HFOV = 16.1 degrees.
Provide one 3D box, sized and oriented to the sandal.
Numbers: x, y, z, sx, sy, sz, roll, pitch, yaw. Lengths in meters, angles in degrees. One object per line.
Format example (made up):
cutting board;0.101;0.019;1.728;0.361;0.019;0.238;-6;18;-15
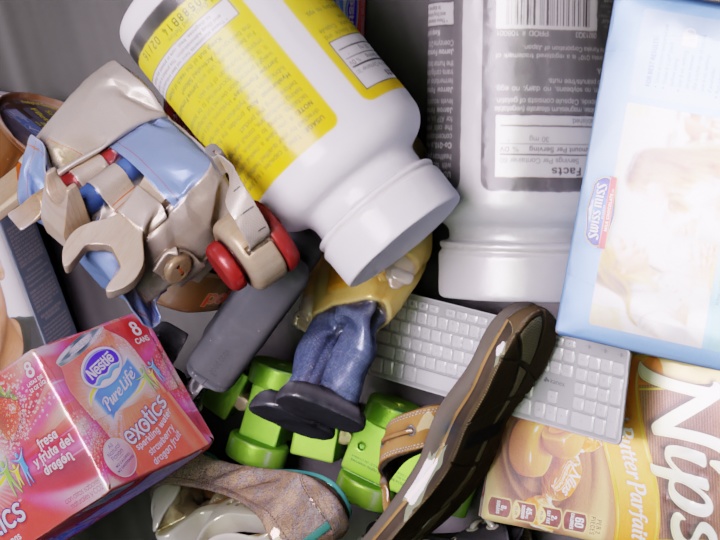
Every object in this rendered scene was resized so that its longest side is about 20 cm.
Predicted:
sandal;0.044;0.094;1.482;0.055;0.082;0.200;38;117;23

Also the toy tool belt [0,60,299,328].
toy tool belt;-0.134;-0.022;1.457;0.123;0.125;0.200;-38;46;-11

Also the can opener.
can opener;-0.095;0.037;1.532;0.067;0.053;0.200;32;131;-5

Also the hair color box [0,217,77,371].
hair color box;-0.244;0.036;1.650;0.099;0.061;0.200;-16;100;16

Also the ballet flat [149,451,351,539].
ballet flat;-0.088;0.150;1.567;0.200;0.067;0.068;-4;126;55

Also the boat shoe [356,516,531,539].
boat shoe;0.090;0.182;1.532;0.200;0.074;0.060;20;87;32

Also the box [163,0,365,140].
box;-0.057;-0.177;1.567;0.095;0.103;0.200;3;95;23

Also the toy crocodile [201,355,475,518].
toy crocodile;-0.017;0.099;1.588;0.200;0.062;0.068;19;101;18

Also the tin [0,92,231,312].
tin;-0.155;-0.043;1.613;0.200;0.112;0.042;38;116;19

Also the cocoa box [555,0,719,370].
cocoa box;0.205;-0.049;1.438;0.133;0.131;0.200;12;97;23

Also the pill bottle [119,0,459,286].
pill bottle;-0.036;-0.093;1.451;0.111;0.111;0.200;-42;81;20

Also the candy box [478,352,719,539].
candy box;0.177;0.106;1.498;0.200;0.055;0.115;9;94;25

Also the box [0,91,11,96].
box;-0.318;-0.037;1.725;0.144;0.036;0.200;14;97;22

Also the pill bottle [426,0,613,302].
pill bottle;0.094;-0.083;1.497;0.113;0.113;0.200;3;93;24

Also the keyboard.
keyboard;0.079;0.054;1.508;0.200;0.011;0.056;14;97;43

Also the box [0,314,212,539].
box;-0.200;0.117;1.537;0.200;0.103;0.095;-34;82;38

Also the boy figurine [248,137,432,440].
boy figurine;0.000;0.000;1.530;0.124;0.064;0.200;-17;52;61
